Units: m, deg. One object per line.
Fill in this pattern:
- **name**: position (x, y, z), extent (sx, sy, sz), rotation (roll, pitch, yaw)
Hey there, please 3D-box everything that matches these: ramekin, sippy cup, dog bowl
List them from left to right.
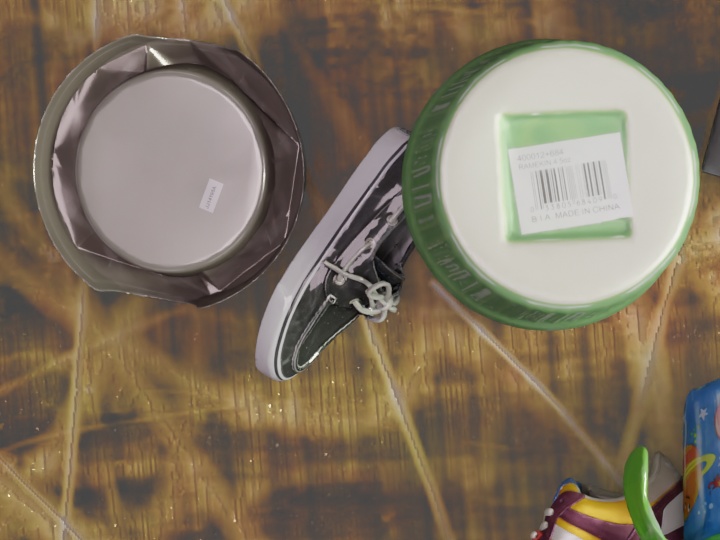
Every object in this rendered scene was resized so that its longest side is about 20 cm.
- **dog bowl**: position (-0.129, -0.071, 1.769), extent (0.199, 0.059, 0.201), rotation (1, 94, 14)
- **ramekin**: position (0.131, -0.060, 1.657), extent (0.199, 0.098, 0.201), rotation (0, 88, -5)
- **sippy cup**: position (0.270, 0.138, 1.646), extent (0.139, 0.178, 0.131), rotation (-20, 65, 33)

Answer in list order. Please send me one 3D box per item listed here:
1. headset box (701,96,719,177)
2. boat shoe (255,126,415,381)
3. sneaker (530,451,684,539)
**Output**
- **headset box**: position (0.330, -0.130, 1.619), extent (0.174, 0.093, 0.201), rotation (16, 110, 12)
- **boat shoe**: position (0.001, 0.000, 1.735), extent (0.068, 0.074, 0.200), rotation (35, 91, 24)
- **sneaker**: position (0.137, 0.194, 1.715), extent (0.200, 0.075, 0.090), rotation (-23, 90, 5)
